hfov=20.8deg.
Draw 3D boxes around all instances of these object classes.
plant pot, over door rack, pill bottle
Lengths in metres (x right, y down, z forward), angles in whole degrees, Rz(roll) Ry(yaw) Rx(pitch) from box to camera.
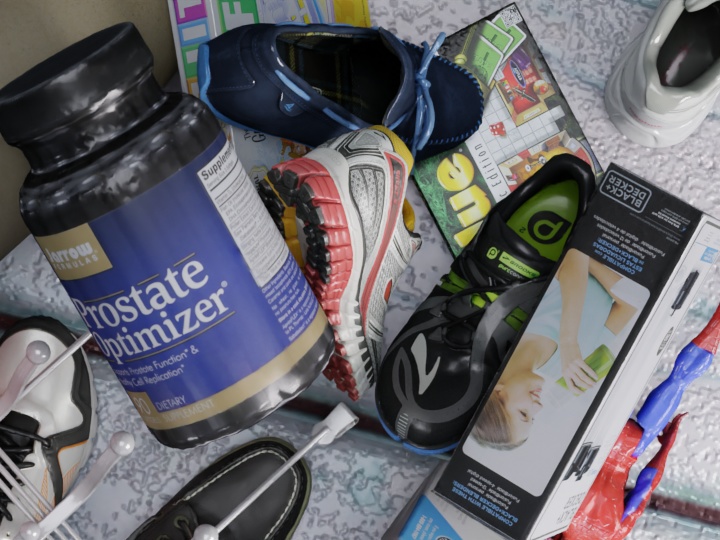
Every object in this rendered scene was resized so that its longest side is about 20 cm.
[{"bbox_3d":[-0.190,-0.120,1.092,0.200,0.187,0.188,-35,89,-17],"label":"plant pot"},{"bbox_3d":[-0.114,0.085,1.083,0.200,0.067,0.148,-41,84,-23],"label":"over door rack"},{"bbox_3d":[-0.104,-0.019,1.003,0.112,0.112,0.201,-30,106,-3],"label":"pill bottle"}]

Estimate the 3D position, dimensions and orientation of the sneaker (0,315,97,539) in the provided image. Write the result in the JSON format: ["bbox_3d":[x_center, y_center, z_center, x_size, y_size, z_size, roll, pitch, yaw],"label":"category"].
[{"bbox_3d":[-0.199,0.124,1.116,0.073,0.080,0.201,12,85,1],"label":"sneaker"}]

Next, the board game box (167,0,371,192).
[{"bbox_3d":[-0.047,-0.128,1.106,0.034,0.134,0.201,-7,94,40],"label":"board game box"}]

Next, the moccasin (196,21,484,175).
[{"bbox_3d":[0.004,-0.094,1.068,0.199,0.068,0.081,-2,81,-45],"label":"moccasin"}]

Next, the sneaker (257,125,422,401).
[{"bbox_3d":[0.000,0.000,1.080,0.082,0.200,0.078,-33,62,-22],"label":"sneaker"}]

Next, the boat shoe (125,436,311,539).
[{"bbox_3d":[-0.106,0.176,1.122,0.201,0.066,0.072,-42,88,-4],"label":"boat shoe"}]

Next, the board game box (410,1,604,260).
[{"bbox_3d":[0.092,-0.047,1.165,0.104,0.023,0.201,-28,88,-1],"label":"board game box"}]

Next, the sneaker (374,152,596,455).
[{"bbox_3d":[0.070,0.013,1.087,0.071,0.083,0.200,30,68,16],"label":"sneaker"}]

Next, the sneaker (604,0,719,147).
[{"bbox_3d":[0.216,-0.164,1.136,0.078,0.099,0.201,27,86,-1],"label":"sneaker"}]

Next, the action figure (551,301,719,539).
[{"bbox_3d":[0.157,0.088,1.142,0.065,0.052,0.201,26,94,-7],"label":"action figure"}]

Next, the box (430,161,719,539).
[{"bbox_3d":[0.123,0.047,1.068,0.060,0.117,0.201,30,96,16],"label":"box"}]

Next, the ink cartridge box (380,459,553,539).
[{"bbox_3d":[0.096,0.207,1.094,0.200,0.115,0.068,36,113,2],"label":"ink cartridge box"}]
